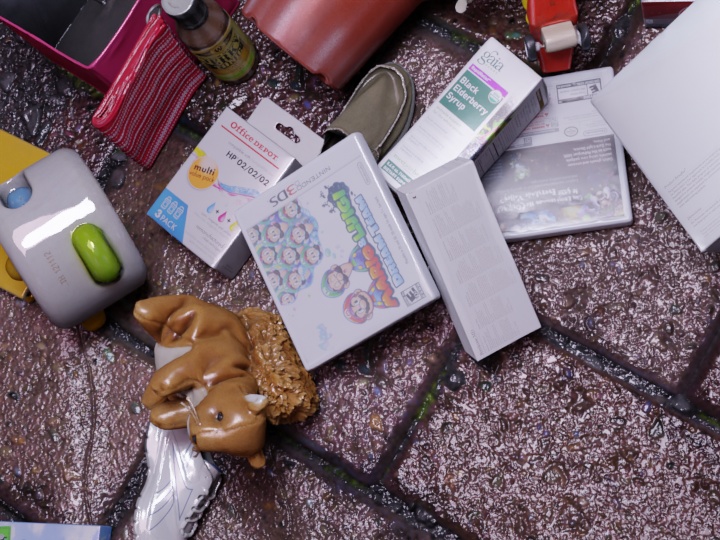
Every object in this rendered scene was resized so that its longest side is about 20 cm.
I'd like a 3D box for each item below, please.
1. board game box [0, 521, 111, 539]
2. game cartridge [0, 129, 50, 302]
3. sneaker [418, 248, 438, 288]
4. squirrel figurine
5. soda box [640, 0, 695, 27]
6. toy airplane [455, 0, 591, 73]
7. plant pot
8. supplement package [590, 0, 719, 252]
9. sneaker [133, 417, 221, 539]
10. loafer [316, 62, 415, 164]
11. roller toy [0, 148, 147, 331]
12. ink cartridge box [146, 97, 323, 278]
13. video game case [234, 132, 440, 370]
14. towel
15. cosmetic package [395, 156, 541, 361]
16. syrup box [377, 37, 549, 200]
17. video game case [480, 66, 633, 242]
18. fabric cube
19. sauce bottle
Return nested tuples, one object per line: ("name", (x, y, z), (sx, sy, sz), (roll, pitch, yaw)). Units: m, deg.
("board game box", (-0.390, 0.368, 1.547), (0.198, 0.037, 0.153), (-1, 76, 14))
("game cartridge", (-0.451, -0.079, 1.676), (0.199, 0.032, 0.178), (25, 85, 22))
("sneaker", (0.000, 0.000, 1.506), (0.198, 0.078, 0.071), (-3, 76, 14))
("squirrel figurine", (-0.133, 0.122, 1.456), (0.187, 0.198, 0.143), (43, 134, 47))
("soda box", (0.411, -0.310, 1.472), (0.198, 0.070, 0.064), (2, 75, 16))
("toy airplane", (0.197, -0.342, 1.468), (0.199, 0.141, 0.200), (30, 111, -16))
("plant pot", (-0.023, -0.328, 1.541), (0.201, 0.200, 0.196), (42, 98, 20))
("supplement package", (0.385, -0.156, 1.372), (0.191, 0.147, 0.201), (-43, 69, 27))
("sneaker", (-0.203, 0.252, 1.507), (0.086, 0.075, 0.202), (2, 78, 11))
("loafer", (0.000, -0.153, 1.546), (0.075, 0.070, 0.202), (24, 84, 19))
("roller toy", (-0.345, -0.032, 1.544), (0.139, 0.200, 0.183), (-32, 76, -10))
("ink cartridge box", (-0.142, -0.107, 1.575), (0.115, 0.068, 0.201), (36, 88, 19))
("video game case", (-0.029, -0.019, 1.464), (0.181, 0.024, 0.202), (-30, 80, 26))
("towel", (-0.241, -0.202, 1.557), (0.022, 0.200, 0.146), (29, 85, 12))
("cosmetic package", (0.115, -0.013, 1.431), (0.082, 0.051, 0.202), (-27, 106, -10))
("syrup box", (0.113, -0.151, 1.485), (0.079, 0.081, 0.200), (42, 91, 18))
("video game case", (0.197, -0.126, 1.512), (0.198, 0.023, 0.184), (-8, 75, 13))
("fabric cube", (-0.298, -0.324, 1.602), (0.199, 0.199, 0.197), (32, 86, 20))
("sauce bottle", (-0.177, -0.276, 1.556), (0.064, 0.200, 0.066), (-3, 78, 15))
